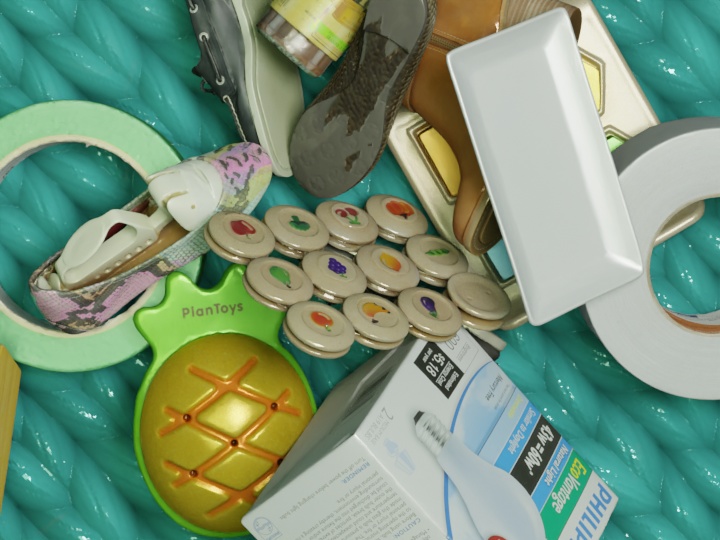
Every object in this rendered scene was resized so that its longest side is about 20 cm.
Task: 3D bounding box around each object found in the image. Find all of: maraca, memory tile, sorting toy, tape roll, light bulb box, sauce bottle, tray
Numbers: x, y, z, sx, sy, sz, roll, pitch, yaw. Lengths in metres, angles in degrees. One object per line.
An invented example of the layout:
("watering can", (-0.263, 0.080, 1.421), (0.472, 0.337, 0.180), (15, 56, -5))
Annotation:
("maraca", (-0.101, 0.096, 1.686), (0.137, 0.107, 0.201), (-8, 97, -12))
("memory tile", (0.000, 0.000, 1.637), (0.153, 0.200, 0.017), (49, 129, 32))
("sorting toy", (0.133, -0.083, 1.717), (0.185, 0.036, 0.200), (-30, 91, 1))
("tape roll", (-0.213, -0.026, 1.715), (0.200, 0.048, 0.201), (0, 91, 0))
("light bulb box", (0.054, 0.169, 1.623), (0.200, 0.198, 0.125), (47, 123, -7))
("tape roll", (0.253, -0.010, 1.686), (0.199, 0.066, 0.201), (-1, 102, -5))
("sauce bottle", (0.010, -0.230, 1.656), (0.065, 0.065, 0.200), (40, 96, -1))
("tray", (0.126, -0.072, 1.604), (0.107, 0.022, 0.201), (-24, 102, -29))

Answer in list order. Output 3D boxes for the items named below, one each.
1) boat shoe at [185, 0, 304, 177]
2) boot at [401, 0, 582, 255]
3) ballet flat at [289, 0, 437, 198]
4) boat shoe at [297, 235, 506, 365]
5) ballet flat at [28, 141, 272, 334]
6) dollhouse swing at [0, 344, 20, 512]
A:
("boat shoe", (-0.096, -0.163, 1.703), (0.066, 0.074, 0.200), (-10, 103, 28))
("boot", (0.061, -0.120, 1.671), (0.154, 0.074, 0.201), (17, 80, 21))
("ballet flat", (0.006, -0.134, 1.655), (0.067, 0.046, 0.200), (31, 126, 7))
("boat shoe", (0.013, 0.028, 1.706), (0.200, 0.067, 0.057), (31, 87, -4))
("ballet flat", (-0.152, -0.030, 1.651), (0.200, 0.071, 0.069), (-36, 57, 2))
("dollhouse swing", (-0.367, 0.108, 1.644), (0.199, 0.176, 0.183), (9, 91, 7))
